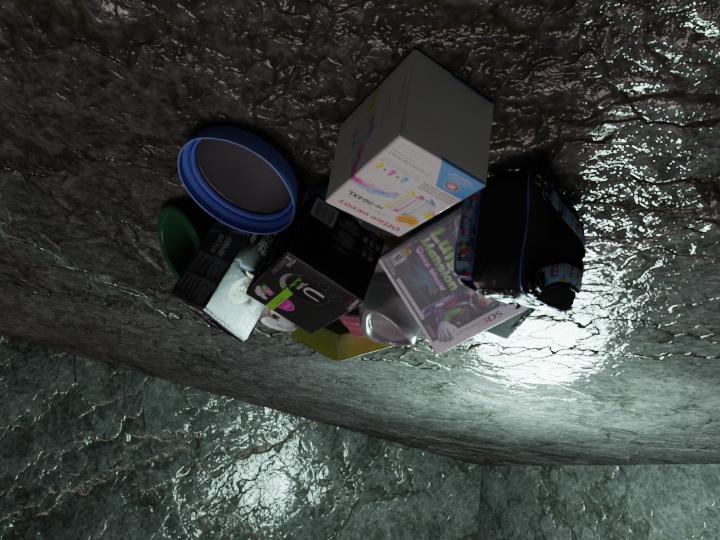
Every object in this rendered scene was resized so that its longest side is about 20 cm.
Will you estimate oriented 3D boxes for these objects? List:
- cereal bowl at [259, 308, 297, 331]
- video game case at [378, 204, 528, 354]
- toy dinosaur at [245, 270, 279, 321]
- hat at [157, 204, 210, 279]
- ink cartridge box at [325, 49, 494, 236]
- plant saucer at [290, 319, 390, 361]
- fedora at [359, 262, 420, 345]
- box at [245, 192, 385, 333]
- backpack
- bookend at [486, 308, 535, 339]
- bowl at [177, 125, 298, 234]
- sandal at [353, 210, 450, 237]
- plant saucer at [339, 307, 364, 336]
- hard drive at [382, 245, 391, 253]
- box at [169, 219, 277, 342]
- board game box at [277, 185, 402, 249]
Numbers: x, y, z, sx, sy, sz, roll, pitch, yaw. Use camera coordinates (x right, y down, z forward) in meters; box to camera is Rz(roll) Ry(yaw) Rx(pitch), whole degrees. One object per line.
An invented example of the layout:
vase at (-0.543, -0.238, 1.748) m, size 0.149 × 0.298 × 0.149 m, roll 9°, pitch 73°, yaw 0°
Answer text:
cereal bowl at (-0.193, 0.094, 1.338) m, size 0.195 × 0.085 × 0.201 m, roll 8°, pitch 154°, yaw 4°
video game case at (0.153, 0.017, 0.889) m, size 0.180 × 0.023 × 0.202 m, roll -30°, pitch 102°, yaw 18°
toy dinosaur at (-0.148, 0.038, 1.038) m, size 0.197 × 0.103 × 0.058 m, roll 11°, pitch -157°, yaw -34°
hat at (-0.297, -0.067, 1.104) m, size 0.174 × 0.168 × 0.199 m, roll -28°, pitch 176°, yaw -40°
ink cartridge box at (0.051, -0.143, 0.685) m, size 0.127 × 0.128 × 0.199 m, roll 22°, pitch 152°, yaw -24°
plant saucer at (-0.036, 0.144, 1.290) m, size 0.197 × 0.049 × 0.198 m, roll -9°, pitch -163°, yaw -38°
fedora at (0.052, 0.075, 0.986) m, size 0.173 × 0.092 × 0.201 m, roll 5°, pitch 147°, yaw 23°
box at (-0.079, -0.004, 0.907) m, size 0.147 × 0.126 × 0.199 m, roll 32°, pitch 146°, yaw -16°
backpack at (0.245, -0.033, 0.789) m, size 0.133 × 0.187 × 0.198 m, roll -2°, pitch 166°, yaw 44°
bookend at (0.222, 0.011, 0.978) m, size 0.196 × 0.093 × 0.200 m, roll 20°, pitch 146°, yaw 1°
bowl at (-0.189, -0.140, 0.854) m, size 0.196 × 0.040 × 0.203 m, roll 14°, pitch 144°, yaw 10°
sandal at (0.067, -0.091, 0.876) m, size 0.197 × 0.043 × 0.076 m, roll 16°, pitch 131°, yaw -30°
plant saucer at (0.050, 0.107, 1.187) m, size 0.195 × 0.052 × 0.201 m, roll -4°, pitch -174°, yaw 0°
hard drive at (0.000, 0.000, 1.027) m, size 0.130 × 0.026 × 0.198 m, roll 27°, pitch 151°, yaw -31°
box at (-0.232, 0.005, 1.011) m, size 0.085 × 0.203 × 0.164 m, roll 20°, pitch 160°, yaw 24°
board game box at (-0.029, -0.074, 0.964) m, size 0.150 × 0.041 × 0.200 m, roll -4°, pitch 151°, yaw 29°
